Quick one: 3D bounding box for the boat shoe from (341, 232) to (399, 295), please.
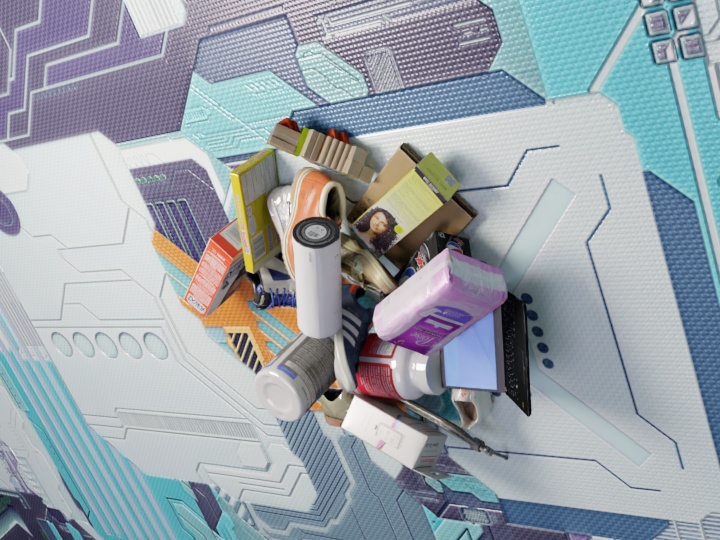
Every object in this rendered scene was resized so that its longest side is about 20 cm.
[{"bbox_3d":[0.000,0.000,1.654,0.073,0.063,0.200,49,174,-31],"label":"boat shoe"}]

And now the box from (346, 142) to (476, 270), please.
[{"bbox_3d":[0.079,-0.089,1.616,0.163,0.021,0.200,44,137,3],"label":"box"}]

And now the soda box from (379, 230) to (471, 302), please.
[{"bbox_3d":[0.104,0.020,1.619,0.070,0.064,0.200,11,143,-23],"label":"soda box"}]

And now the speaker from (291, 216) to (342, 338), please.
[{"bbox_3d":[-0.069,0.015,1.632,0.080,0.081,0.202,22,136,24],"label":"speaker"}]

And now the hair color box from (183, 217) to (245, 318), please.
[{"bbox_3d":[-0.258,-0.009,1.883,0.064,0.111,0.201,41,138,5],"label":"hair color box"}]

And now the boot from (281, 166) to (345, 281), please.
[{"bbox_3d":[-0.074,-0.064,1.661,0.107,0.074,0.204,24,114,50],"label":"boot"}]

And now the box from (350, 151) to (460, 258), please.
[{"bbox_3d":[0.068,-0.100,1.562,0.075,0.050,0.200,47,137,-2],"label":"box"}]

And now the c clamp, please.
[{"bbox_3d":[0.155,0.284,1.786,0.198,0.027,0.171,26,173,35],"label":"c clamp"}]

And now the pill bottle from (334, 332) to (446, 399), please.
[{"bbox_3d":[0.059,0.170,1.761,0.197,0.112,0.114,1,122,38],"label":"pill bottle"}]

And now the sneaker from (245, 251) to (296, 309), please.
[{"bbox_3d":[-0.136,0.044,1.821,0.198,0.115,0.081,36,138,12],"label":"sneaker"}]

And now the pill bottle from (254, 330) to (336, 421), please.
[{"bbox_3d":[-0.096,0.176,1.825,0.112,0.200,0.115,21,132,26],"label":"pill bottle"}]

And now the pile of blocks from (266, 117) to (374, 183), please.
[{"bbox_3d":[-0.060,-0.205,1.627,0.197,0.082,0.063,23,90,11],"label":"pile of blocks"}]

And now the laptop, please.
[{"bbox_3d":[0.194,0.124,1.580,0.101,0.200,0.181,-6,101,-7],"label":"laptop"}]

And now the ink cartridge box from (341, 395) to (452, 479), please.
[{"bbox_3d":[0.079,0.298,1.770,0.198,0.116,0.068,27,94,25],"label":"ink cartridge box"}]

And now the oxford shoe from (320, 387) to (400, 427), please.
[{"bbox_3d":[-0.007,0.263,1.916,0.198,0.071,0.075,-5,115,41],"label":"oxford shoe"}]

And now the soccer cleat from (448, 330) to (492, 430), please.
[{"bbox_3d":[0.184,0.182,1.694,0.068,0.078,0.203,5,123,36],"label":"soccer cleat"}]

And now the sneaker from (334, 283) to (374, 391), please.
[{"bbox_3d":[-0.007,0.110,1.729,0.083,0.203,0.075,-6,155,-6],"label":"sneaker"}]

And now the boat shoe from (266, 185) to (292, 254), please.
[{"bbox_3d":[-0.100,-0.055,1.749,0.069,0.071,0.203,-8,114,41],"label":"boat shoe"}]

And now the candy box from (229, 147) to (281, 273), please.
[{"bbox_3d":[-0.179,-0.105,1.753,0.026,0.102,0.203,16,129,28],"label":"candy box"}]

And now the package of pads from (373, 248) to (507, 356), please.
[{"bbox_3d":[0.121,0.052,1.542,0.119,0.077,0.200,21,139,-28],"label":"package of pads"}]
